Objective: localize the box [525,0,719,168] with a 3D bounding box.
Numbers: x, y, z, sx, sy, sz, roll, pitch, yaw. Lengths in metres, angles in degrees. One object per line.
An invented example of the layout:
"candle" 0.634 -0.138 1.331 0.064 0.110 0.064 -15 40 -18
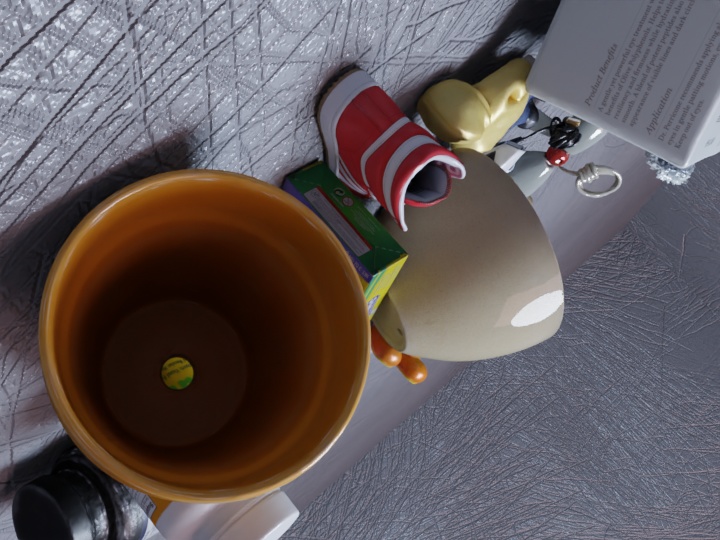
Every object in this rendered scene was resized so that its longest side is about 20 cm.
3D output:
"box" 0.293 -0.227 0.788 0.200 0.171 0.200 -21 137 -57

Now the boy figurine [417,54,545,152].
"boy figurine" 0.123 -0.157 0.831 0.199 0.064 0.125 -26 158 -48

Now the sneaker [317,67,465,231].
"sneaker" 0.029 -0.078 0.699 0.071 0.113 0.200 -43 165 -3

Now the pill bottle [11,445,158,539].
"pill bottle" -0.226 0.207 0.818 0.112 0.112 0.199 -52 163 30

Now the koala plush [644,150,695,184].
"koala plush" 0.374 -0.219 1.057 0.178 0.200 0.183 -49 164 25

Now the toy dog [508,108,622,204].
"toy dog" 0.213 -0.142 1.040 0.198 0.097 0.132 -19 132 21

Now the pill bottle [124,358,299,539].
"pill bottle" -0.145 0.153 0.708 0.111 0.200 0.111 -40 165 -13

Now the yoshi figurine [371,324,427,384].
"yoshi figurine" 0.110 0.044 0.945 0.200 0.112 0.112 -45 -177 8

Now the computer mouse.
"computer mouse" 0.145 -0.113 0.914 0.198 0.044 0.110 -23 -171 5

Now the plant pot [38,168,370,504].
"plant pot" -0.116 0.057 0.582 0.200 0.201 0.183 -36 180 -25

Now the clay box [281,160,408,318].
"clay box" -0.040 0.011 0.761 0.047 0.115 0.201 -30 160 -36

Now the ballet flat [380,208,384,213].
"ballet flat" 0.061 -0.028 1.016 0.073 0.073 0.200 -41 166 -6

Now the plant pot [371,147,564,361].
"plant pot" 0.074 0.005 0.786 0.134 0.201 0.201 -26 161 -17
